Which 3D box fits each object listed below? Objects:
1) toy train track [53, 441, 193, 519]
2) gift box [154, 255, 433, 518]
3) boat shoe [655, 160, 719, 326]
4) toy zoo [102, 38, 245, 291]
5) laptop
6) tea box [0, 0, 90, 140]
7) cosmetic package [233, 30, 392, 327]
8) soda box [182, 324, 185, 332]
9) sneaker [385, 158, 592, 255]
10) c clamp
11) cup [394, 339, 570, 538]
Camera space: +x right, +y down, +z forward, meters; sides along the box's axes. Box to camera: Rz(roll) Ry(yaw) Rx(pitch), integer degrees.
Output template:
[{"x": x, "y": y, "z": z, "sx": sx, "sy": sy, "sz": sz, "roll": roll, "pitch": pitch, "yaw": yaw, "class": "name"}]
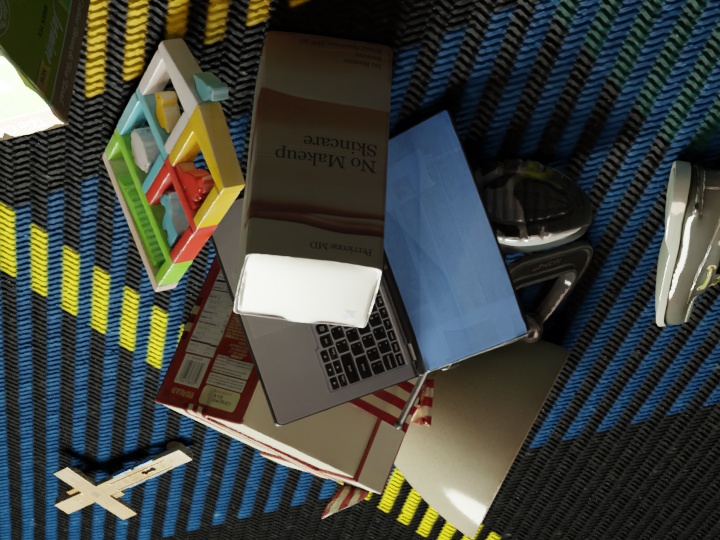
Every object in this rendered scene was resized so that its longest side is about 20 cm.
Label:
[{"x": -0.272, "y": 0.231, "z": 1.908, "sx": 0.199, "sy": 0.033, "sz": 0.115, "roll": -25, "pitch": 131, "yaw": 30, "class": "toy train track"}, {"x": -0.054, "y": 0.100, "z": 1.475, "sx": 0.186, "sy": 0.201, "sz": 0.184, "roll": 28, "pitch": 173, "yaw": -32, "class": "gift box"}, {"x": 0.283, "y": -0.015, "z": 1.400, "sx": 0.060, "sy": 0.072, "sz": 0.202, "roll": 5, "pitch": 145, "yaw": 8, "class": "boat shoe"}, {"x": -0.144, "y": -0.086, "z": 1.284, "sx": 0.020, "sy": 0.132, "sz": 0.200, "roll": -13, "pitch": 160, "yaw": -31, "class": "toy zoo"}, {"x": 0.000, "y": 0.000, "z": 1.317, "sx": 0.199, "sy": 0.188, "sz": 0.116, "roll": -19, "pitch": 175, "yaw": -10, "class": "laptop"}, {"x": -0.321, "y": -0.186, "z": 1.132, "sx": 0.199, "sy": 0.134, "sz": 0.197, "roll": -10, "pitch": 146, "yaw": 22, "class": "tea box"}, {"x": -0.033, "y": -0.069, "z": 1.224, "sx": 0.103, "sy": 0.201, "sz": 0.087, "roll": 6, "pitch": 149, "yaw": -7, "class": "cosmetic package"}, {"x": -0.082, "y": 0.106, "z": 1.646, "sx": 0.199, "sy": 0.064, "sz": 0.068, "roll": 7, "pitch": 150, "yaw": -4, "class": "soda box"}, {"x": 0.101, "y": -0.042, "z": 1.392, "sx": 0.199, "sy": 0.075, "sz": 0.085, "roll": 0, "pitch": 155, "yaw": 24, "class": "sneaker"}, {"x": 0.120, "y": 0.044, "z": 1.438, "sx": 0.199, "sy": 0.027, "sz": 0.171, "roll": -19, "pitch": 143, "yaw": -45, "class": "c clamp"}, {"x": 0.091, "y": 0.132, "z": 1.577, "sx": 0.143, "sy": 0.201, "sz": 0.201, "roll": 27, "pitch": 149, "yaw": 7, "class": "cup"}]
